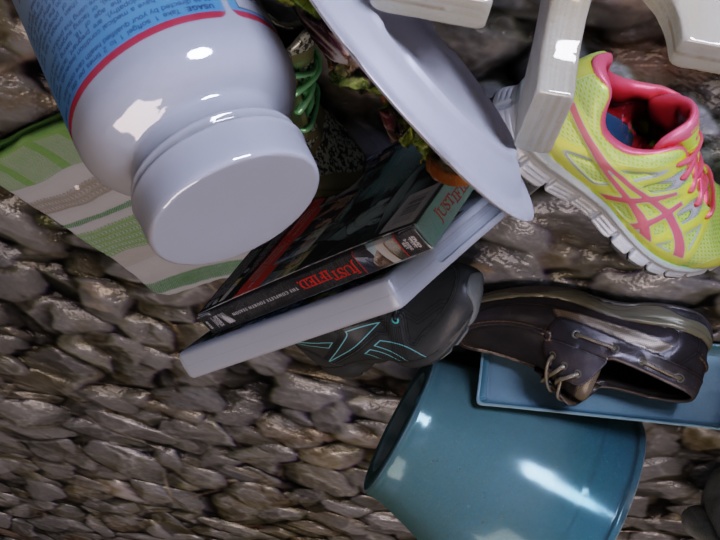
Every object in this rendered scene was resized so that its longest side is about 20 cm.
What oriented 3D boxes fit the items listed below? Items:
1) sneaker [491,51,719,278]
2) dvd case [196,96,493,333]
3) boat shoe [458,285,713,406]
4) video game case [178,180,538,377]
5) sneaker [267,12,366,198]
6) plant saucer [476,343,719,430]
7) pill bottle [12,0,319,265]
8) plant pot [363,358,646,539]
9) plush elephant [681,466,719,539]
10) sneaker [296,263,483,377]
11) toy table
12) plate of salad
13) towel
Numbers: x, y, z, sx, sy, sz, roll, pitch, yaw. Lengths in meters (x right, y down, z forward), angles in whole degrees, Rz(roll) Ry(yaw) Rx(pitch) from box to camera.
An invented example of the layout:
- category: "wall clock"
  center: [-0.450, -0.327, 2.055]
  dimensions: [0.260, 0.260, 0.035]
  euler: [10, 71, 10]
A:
- category: "sneaker"
  center: [0.175, -0.062, 0.727]
  dimensions: [0.199, 0.078, 0.090]
  euler: [26, 141, -29]
- category: "dvd case"
  center: [-0.002, -0.034, 0.767]
  dimensions: [0.200, 0.146, 0.022]
  euler: [-23, 112, 43]
- category: "boat shoe"
  center: [0.169, 0.061, 0.947]
  dimensions: [0.199, 0.074, 0.075]
  euler: [4, 151, 10]
- category: "video game case"
  center: [0.000, 0.000, 0.807]
  dimensions: [0.200, 0.182, 0.023]
  euler: [-20, 102, 43]
- category: "sneaker"
  center: [-0.050, -0.111, 0.721]
  dimensions: [0.088, 0.077, 0.200]
  euler: [-22, 141, 32]
- category: "plant saucer"
  center: [0.195, 0.085, 0.989]
  dimensions: [0.199, 0.070, 0.019]
  euler: [5, 162, 10]
- category: "pill bottle"
  center: [-0.097, -0.107, 0.585]
  dimensions: [0.108, 0.201, 0.109]
  euler: [-22, 156, -11]
- category: "plant pot"
  center: [0.113, 0.172, 1.062]
  dimensions: [0.187, 0.201, 0.200]
  euler: [29, 150, -1]
- category: "plush elephant"
  center: [0.379, 0.268, 1.163]
  dimensions: [0.164, 0.156, 0.200]
  euler: [-7, 148, 28]
- category: "sneaker"
  center: [0.011, 0.035, 0.952]
  dimensions: [0.079, 0.076, 0.200]
  euler: [31, 145, -29]
- category: "toy table"
  center: [0.098, -0.150, 0.551]
  dimensions: [0.199, 0.118, 0.184]
  euler: [5, 151, 8]
- category: "plate of salad"
  center: [0.014, -0.097, 0.601]
  dimensions: [0.048, 0.200, 0.200]
  euler: [-39, 131, 17]
- category: "towel"
  center: [-0.174, -0.044, 0.915]
  dimensions: [0.149, 0.031, 0.200]
  euler: [-16, 142, 37]
